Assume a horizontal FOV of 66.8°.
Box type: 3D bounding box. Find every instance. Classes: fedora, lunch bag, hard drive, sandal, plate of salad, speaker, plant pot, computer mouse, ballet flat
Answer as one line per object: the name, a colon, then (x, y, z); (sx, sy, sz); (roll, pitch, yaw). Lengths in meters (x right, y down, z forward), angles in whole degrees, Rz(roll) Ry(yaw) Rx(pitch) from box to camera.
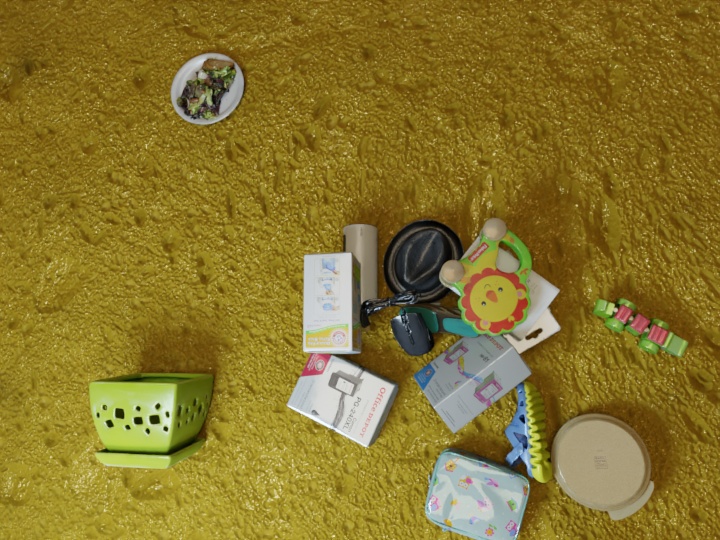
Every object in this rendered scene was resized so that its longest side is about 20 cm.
fedora: (0.138, -0.025, 1.216); (0.200, 0.092, 0.201); (-2, 79, 9)
lunch bag: (0.233, 0.465, 1.120); (0.200, 0.077, 0.161); (15, 83, 11)
hard drive: (0.294, 0.034, 1.146); (0.200, 0.026, 0.132); (38, 85, 15)
sandal: (0.338, 0.332, 1.133); (0.087, 0.079, 0.200); (-14, 65, 38)
plate of salad: (-0.399, -0.474, 1.405); (0.200, 0.048, 0.201); (-1, 80, 8)
speaker: (0.000, 0.000, 1.240); (0.081, 0.081, 0.200); (-1, 80, 8)
plant pot: (-0.452, 0.323, 1.193); (0.200, 0.199, 0.182); (0, 86, 8)
computer mouse: (0.077, 0.130, 1.156); (0.140, 0.200, 0.046); (-11, 41, 11)
ballet flat: (0.184, 0.100, 1.190); (0.200, 0.072, 0.068); (4, 115, 35)

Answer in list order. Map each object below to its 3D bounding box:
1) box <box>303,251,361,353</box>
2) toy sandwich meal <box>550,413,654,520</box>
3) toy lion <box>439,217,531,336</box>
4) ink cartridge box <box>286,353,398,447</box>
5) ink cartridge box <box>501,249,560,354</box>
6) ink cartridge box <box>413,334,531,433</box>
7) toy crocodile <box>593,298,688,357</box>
box: (-0.056, 0.073, 1.138); (0.101, 0.112, 0.200); (-2, 78, 9)
toy sandwich meal: (0.489, 0.389, 1.105); (0.205, 0.070, 0.206); (-4, 77, 19)
toy lion: (0.271, 0.024, 1.107); (0.192, 0.069, 0.200); (44, 83, 10)
ink cartridge box: (-0.035, 0.273, 1.192); (0.200, 0.083, 0.145); (23, 83, 13)
ink cartridge box: (0.325, 0.072, 1.184); (0.116, 0.067, 0.200); (-31, 76, 1)
ink cartridge box: (0.227, 0.213, 1.124); (0.200, 0.145, 0.085); (-37, 109, 0)
toy crocodile: (0.583, 0.116, 1.140); (0.200, 0.062, 0.068); (33, 86, 12)
